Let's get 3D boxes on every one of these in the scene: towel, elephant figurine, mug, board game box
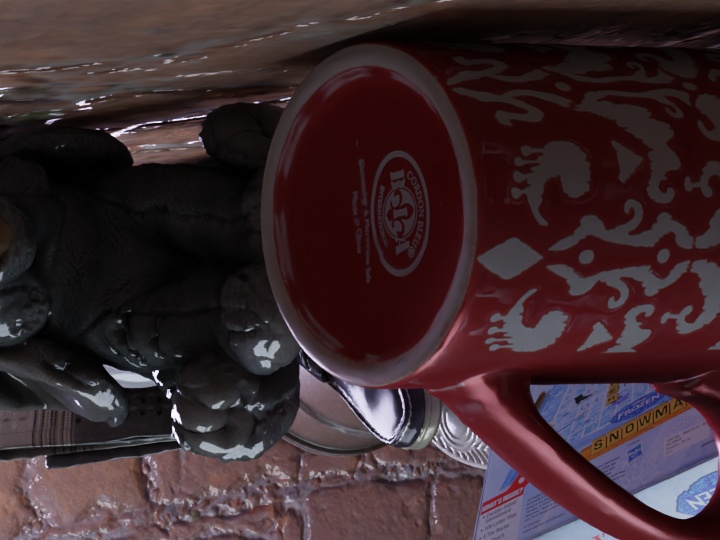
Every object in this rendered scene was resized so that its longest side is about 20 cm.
[{"bbox_3d":[-0.151,0.045,1.108,0.192,0.200,0.035,-5,138,0],"label":"towel"},{"bbox_3d":[-0.119,-0.005,0.630,0.200,0.155,0.142,3,-138,0],"label":"elephant figurine"},{"bbox_3d":[0.085,-0.003,0.562,0.200,0.178,0.133,-1,142,-40],"label":"mug"},{"bbox_3d":[0.147,0.033,0.730,0.200,0.041,0.200,-31,-153,34],"label":"board game box"}]

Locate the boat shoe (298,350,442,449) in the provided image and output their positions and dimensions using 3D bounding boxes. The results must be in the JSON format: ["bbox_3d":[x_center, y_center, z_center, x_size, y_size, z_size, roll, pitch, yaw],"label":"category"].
[{"bbox_3d":[-0.026,0.025,0.945,0.065,0.200,0.072,-8,142,-37],"label":"boat shoe"}]

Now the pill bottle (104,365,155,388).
[{"bbox_3d":[-0.137,0.012,0.969,0.114,0.114,0.200,-7,179,-16],"label":"pill bottle"}]

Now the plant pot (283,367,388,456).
[{"bbox_3d":[0.025,0.027,1.218,0.200,0.201,0.198,-7,172,-30],"label":"plant pot"}]

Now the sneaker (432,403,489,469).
[{"bbox_3d":[0.061,0.056,0.970,0.084,0.075,0.200,-11,-157,-33],"label":"sneaker"}]
